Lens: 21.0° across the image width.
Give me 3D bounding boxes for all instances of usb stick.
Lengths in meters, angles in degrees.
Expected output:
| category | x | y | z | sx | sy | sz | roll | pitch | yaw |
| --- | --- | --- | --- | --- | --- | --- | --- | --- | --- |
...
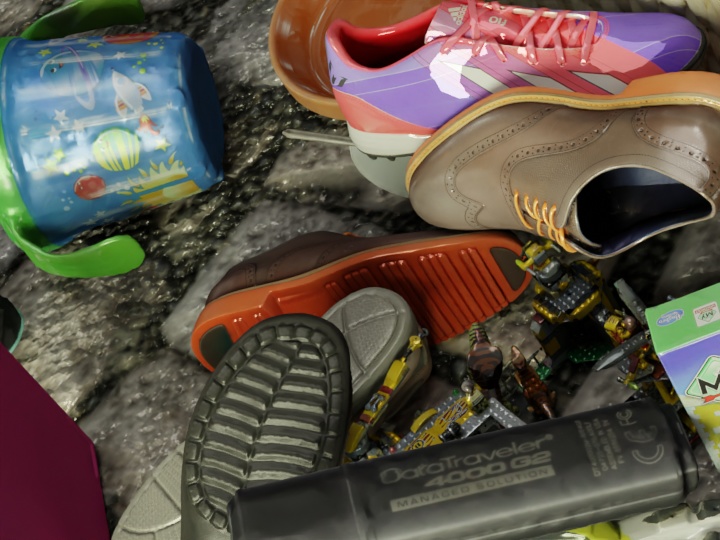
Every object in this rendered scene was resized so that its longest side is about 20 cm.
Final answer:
| category | x | y | z | sx | sy | sz | roll | pitch | yaw |
| --- | --- | --- | --- | --- | --- | --- | --- | --- | --- |
| usb stick | 0.041 | 0.096 | 0.815 | 0.199 | 0.033 | 0.056 | -13 | 42 | -2 |

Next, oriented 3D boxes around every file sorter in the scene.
| category | x | y | z | sx | sy | sz | roll | pitch | yaw |
| --- | --- | --- | --- | --- | --- | --- | --- | --- | --- |
| file sorter | -0.212 | 0.148 | 0.995 | 0.125 | 0.139 | 0.200 | -28 | 42 | 8 |

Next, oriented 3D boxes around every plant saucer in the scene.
| category | x | y | z | sx | sy | sz | roll | pitch | yaw |
| --- | --- | --- | --- | --- | --- | --- | --- | --- | --- |
| plant saucer | 0.037 | -0.168 | 1.212 | 0.199 | 0.032 | 0.201 | -17 | 44 | 17 |

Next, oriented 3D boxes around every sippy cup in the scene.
| category | x | y | z | sx | sy | sz | roll | pitch | yaw |
| --- | --- | --- | --- | --- | --- | --- | --- | --- | --- |
| sippy cup | -0.156 | -0.088 | 1.195 | 0.130 | 0.179 | 0.140 | -10 | 2 | 10 |

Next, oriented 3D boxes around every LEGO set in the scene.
| category | x | y | z | sx | sy | sz | roll | pitch | yaw |
| --- | --- | --- | --- | --- | --- | --- | --- | --- | --- |
| LEGO set | 0.070 | 0.058 | 0.914 | 0.200 | 0.116 | 0.154 | -36 | 41 | -2 |

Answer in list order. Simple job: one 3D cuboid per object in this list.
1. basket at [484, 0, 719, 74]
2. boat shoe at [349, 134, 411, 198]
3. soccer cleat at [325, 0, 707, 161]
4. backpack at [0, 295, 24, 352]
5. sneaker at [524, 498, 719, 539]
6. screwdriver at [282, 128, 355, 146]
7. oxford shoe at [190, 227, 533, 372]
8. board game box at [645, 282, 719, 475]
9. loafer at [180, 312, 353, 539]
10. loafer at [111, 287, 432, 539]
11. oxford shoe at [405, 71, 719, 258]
| category | x | y | z | sx | sy | sz | roll | pitch | yaw |
| --- | --- | --- | --- | --- | --- | --- | --- | --- | --- |
| basket | 0.165 | -0.202 | 1.038 | 0.198 | 0.200 | 0.161 | 15 | 62 | 41 |
| boat shoe | 0.091 | -0.069 | 1.063 | 0.199 | 0.064 | 0.071 | 1 | 84 | 27 |
| soccer cleat | 0.075 | -0.109 | 0.990 | 0.199 | 0.073 | 0.068 | -8 | 37 | 26 |
| backpack | -0.332 | 0.044 | 1.163 | 0.199 | 0.153 | 0.176 | 9 | 61 | 47 |
| sneaker | 0.130 | 0.147 | 0.833 | 0.199 | 0.085 | 0.075 | 7 | 47 | 13 |
| screwdriver | 0.044 | -0.063 | 1.042 | 0.199 | 0.029 | 0.028 | 9 | 88 | 35 |
| oxford shoe | 0.000 | 0.000 | 1.051 | 0.199 | 0.071 | 0.073 | -12 | 40 | 23 |
| board game box | 0.237 | 0.032 | 0.821 | 0.199 | 0.135 | 0.029 | -21 | 43 | 14 |
| loafer | -0.049 | 0.118 | 0.918 | 0.073 | 0.071 | 0.201 | 15 | 89 | 12 |
| loafer | -0.038 | 0.098 | 0.995 | 0.200 | 0.063 | 0.072 | -44 | 48 | -7 |
| oxford shoe | 0.095 | -0.044 | 0.937 | 0.199 | 0.071 | 0.073 | -12 | 39 | 41 |
